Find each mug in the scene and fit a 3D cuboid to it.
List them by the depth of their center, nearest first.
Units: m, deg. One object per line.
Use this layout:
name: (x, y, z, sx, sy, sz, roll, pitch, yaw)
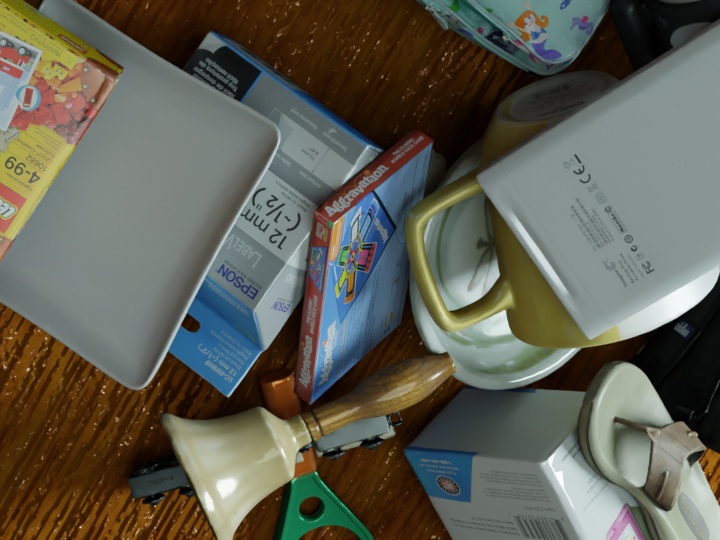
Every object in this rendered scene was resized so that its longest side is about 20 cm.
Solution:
mug: (0.139, -0.040, 1.613, 0.187, 0.149, 0.153, -37, 118, -38)

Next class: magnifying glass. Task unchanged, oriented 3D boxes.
magnifying glass: (-0.039, 0.165, 1.771, 0.080, 0.022, 0.200, -18, 114, -10)

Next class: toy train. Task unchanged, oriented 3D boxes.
toy train: (-0.067, 0.128, 1.716, 0.200, 0.046, 0.034, -15, 96, 4)

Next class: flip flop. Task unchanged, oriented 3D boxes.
flip flop: (0.216, 0.139, 1.686, 0.081, 0.058, 0.200, -53, 123, -32)

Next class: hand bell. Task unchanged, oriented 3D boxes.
hand bell: (-0.027, 0.103, 1.656, 0.200, 0.104, 0.104, -25, 113, -6)

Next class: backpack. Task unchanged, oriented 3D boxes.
backpack: (0.096, -0.241, 1.611, 0.200, 0.151, 0.178, 34, 96, -19)
backpack: (0.308, 0.041, 1.771, 0.154, 0.163, 0.200, 23, 93, -31)

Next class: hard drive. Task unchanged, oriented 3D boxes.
hard drive: (0.191, -0.059, 1.522, 0.200, 0.027, 0.132, -32, 98, 24)

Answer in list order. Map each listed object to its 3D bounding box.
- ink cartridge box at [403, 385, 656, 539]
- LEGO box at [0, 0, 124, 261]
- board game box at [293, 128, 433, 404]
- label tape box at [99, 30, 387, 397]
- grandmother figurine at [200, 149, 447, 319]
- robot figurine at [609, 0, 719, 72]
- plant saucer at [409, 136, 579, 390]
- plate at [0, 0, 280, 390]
ink cartridge box: (0.143, 0.187, 1.757, 0.085, 0.144, 0.200, -44, 118, -33)
LEGO box: (-0.275, -0.120, 1.541, 0.200, 0.077, 0.149, 33, 96, -6)
board game box: (0.000, 0.000, 1.645, 0.103, 0.019, 0.200, -42, 156, -32)
label tape box: (-0.094, -0.037, 1.620, 0.143, 0.066, 0.200, 37, 94, 18)
grandmother figurine: (-0.025, -0.027, 1.692, 0.200, 0.061, 0.121, -33, 142, -7)
robot figurine: (0.254, -0.164, 1.549, 0.150, 0.125, 0.200, -33, 113, -7)
plant saucer: (0.104, -0.016, 1.718, 0.200, 0.050, 0.200, -14, 115, -33)
plate: (-0.170, -0.052, 1.599, 0.200, 0.032, 0.200, 32, 98, 19)
